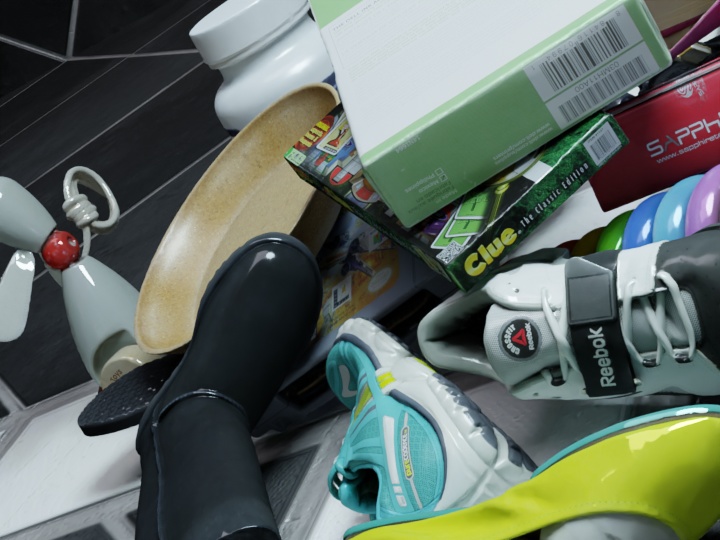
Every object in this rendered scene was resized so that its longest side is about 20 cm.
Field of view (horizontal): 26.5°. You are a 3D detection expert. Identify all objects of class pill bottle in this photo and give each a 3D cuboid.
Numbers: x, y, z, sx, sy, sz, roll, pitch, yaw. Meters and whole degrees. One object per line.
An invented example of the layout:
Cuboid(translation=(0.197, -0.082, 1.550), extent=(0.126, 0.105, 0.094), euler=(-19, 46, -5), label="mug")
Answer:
Cuboid(translation=(-0.032, -0.104, 1.076), extent=(0.111, 0.200, 0.111), euler=(-29, 19, 11), label="pill bottle")

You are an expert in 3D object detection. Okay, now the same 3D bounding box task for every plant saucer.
Cuboid(translation=(-0.066, -0.026, 0.949), extent=(0.200, 0.035, 0.200), euler=(-42, 26, 26), label="plant saucer")

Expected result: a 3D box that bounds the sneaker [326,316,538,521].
Cuboid(translation=(0.012, 0.079, 0.745), extent=(0.080, 0.078, 0.200), euler=(-46, 17, -2), label="sneaker")

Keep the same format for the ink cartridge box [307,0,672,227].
Cuboid(translation=(0.054, -0.122, 0.763), extent=(0.145, 0.048, 0.200), euler=(-32, 31, 10), label="ink cartridge box")

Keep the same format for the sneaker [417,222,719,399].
Cuboid(translation=(0.103, 0.028, 0.655), extent=(0.088, 0.074, 0.200), euler=(-18, 5, -36), label="sneaker")

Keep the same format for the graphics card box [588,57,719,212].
Cuboid(translation=(0.198, -0.088, 0.801), extent=(0.125, 0.051, 0.200), euler=(-24, 2, 26), label="graphics card box")

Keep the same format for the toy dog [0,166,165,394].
Cuboid(translation=(-0.206, 0.029, 1.096), extent=(0.096, 0.200, 0.132), euler=(-42, -13, 28), label="toy dog")

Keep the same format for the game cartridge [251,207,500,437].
Cuboid(translation=(0.000, 0.000, 0.898), extent=(0.200, 0.042, 0.133), euler=(-37, 39, 31), label="game cartridge")

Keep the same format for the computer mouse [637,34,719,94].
Cuboid(translation=(0.246, -0.162, 0.905), extent=(0.140, 0.046, 0.200), euler=(-23, 0, -31), label="computer mouse")

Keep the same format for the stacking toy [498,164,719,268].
Cuboid(translation=(0.133, 0.003, 0.734), extent=(0.200, 0.085, 0.085), euler=(-19, 22, 49), label="stacking toy")

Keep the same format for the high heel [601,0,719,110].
Cuboid(translation=(0.117, -0.107, 0.778), extent=(0.200, 0.067, 0.096), euler=(-31, 7, 19), label="high heel")

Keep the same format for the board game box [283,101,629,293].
Cuboid(translation=(0.039, -0.061, 0.768), extent=(0.105, 0.023, 0.200), euler=(-41, 30, -8), label="board game box")

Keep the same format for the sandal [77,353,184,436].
Cuboid(translation=(-0.085, 0.069, 0.991), extent=(0.200, 0.045, 0.075), euler=(-24, 20, -20), label="sandal")

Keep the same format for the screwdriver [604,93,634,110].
Cuboid(translation=(0.200, -0.110, 0.974), extent=(0.200, 0.028, 0.029), euler=(-9, 58, 58), label="screwdriver")

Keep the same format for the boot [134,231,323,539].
Cuboid(translation=(-0.065, 0.086, 0.776), extent=(0.165, 0.066, 0.200), euler=(-61, 13, 17), label="boot")

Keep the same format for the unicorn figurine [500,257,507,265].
Cuboid(translation=(0.068, -0.037, 0.942), extent=(0.137, 0.074, 0.200), euler=(-22, 47, 39), label="unicorn figurine")

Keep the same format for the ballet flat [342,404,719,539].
Cuboid(translation=(0.068, 0.115, 0.591), extent=(0.200, 0.067, 0.067), euler=(-25, 41, 32), label="ballet flat")
